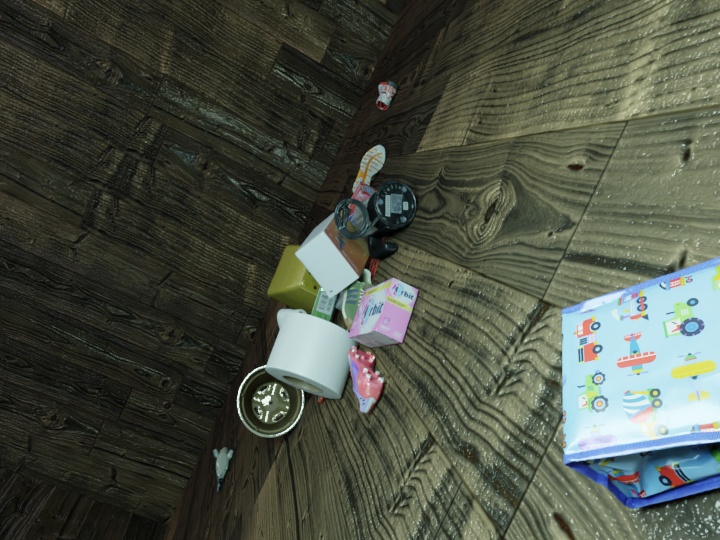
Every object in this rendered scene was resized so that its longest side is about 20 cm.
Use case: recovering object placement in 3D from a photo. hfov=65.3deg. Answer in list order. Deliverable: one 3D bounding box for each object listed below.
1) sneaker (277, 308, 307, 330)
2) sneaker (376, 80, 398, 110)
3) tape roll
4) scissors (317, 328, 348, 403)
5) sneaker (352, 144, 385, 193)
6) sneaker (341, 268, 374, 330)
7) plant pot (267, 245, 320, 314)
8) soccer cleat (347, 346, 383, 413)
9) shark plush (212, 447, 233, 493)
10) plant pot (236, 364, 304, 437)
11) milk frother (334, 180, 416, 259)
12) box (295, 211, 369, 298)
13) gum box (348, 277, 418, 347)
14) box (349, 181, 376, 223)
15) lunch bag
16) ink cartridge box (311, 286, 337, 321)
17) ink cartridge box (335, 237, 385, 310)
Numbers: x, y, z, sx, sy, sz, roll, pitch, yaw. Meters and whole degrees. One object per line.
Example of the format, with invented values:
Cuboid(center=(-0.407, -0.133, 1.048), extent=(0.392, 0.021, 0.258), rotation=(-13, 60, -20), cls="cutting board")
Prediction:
Cuboid(center=(-0.196, 0.222, 1.818), extent=(0.113, 0.205, 0.073), rotation=(-6, 17, 40), cls="sneaker")
Cuboid(center=(0.099, -0.759, 2.455), extent=(0.110, 0.066, 0.201), rotation=(-62, 16, 3), cls="sneaker")
Cuboid(center=(-0.117, 0.210, 1.366), extent=(0.202, 0.199, 0.142), rotation=(-35, 33, 64), cls="tape roll")
Cuboid(center=(-0.075, 0.256, 1.513), extent=(0.073, 0.014, 0.205), rotation=(137, 152, -62), cls="scissors")
Cuboid(center=(0.029, -0.371, 2.058), extent=(0.203, 0.077, 0.078), rotation=(-58, 6, 23), cls="sneaker")
Cuboid(center=(0.002, 0.070, 1.427), extent=(0.090, 0.066, 0.202), rotation=(-49, 24, 23), cls="sneaker")
Cuboid(center=(-0.181, 0.032, 1.958), extent=(0.199, 0.191, 0.200), rotation=(-8, 57, 63), cls="plant pot")
Cuboid(center=(0.002, 0.223, 1.184), extent=(0.200, 0.065, 0.078), rotation=(-131, 62, -72), cls="soccer cleat")
Cuboid(center=(-0.588, 0.858, 2.429), extent=(0.085, 0.088, 0.203), rotation=(103, 158, -46), cls="shark plush")
Cuboid(center=(-0.272, 0.399, 1.712), extent=(0.184, 0.196, 0.205), rotation=(122, 170, -73), cls="plant pot")
Cuboid(center=(0.016, -0.140, 1.459), extent=(0.188, 0.195, 0.185), rotation=(157, 133, -70), cls="milk frother")
Cuboid(center=(-0.067, -0.050, 1.502), extent=(0.105, 0.153, 0.201), rotation=(-34, 13, 22), cls="box")
Cuboid(center=(0.044, 0.098, 1.221), extent=(0.199, 0.065, 0.116), rotation=(-30, 39, 68), cls="gum box")
Cuboid(center=(-0.007, -0.165, 1.798), extent=(0.203, 0.094, 0.100), rotation=(-59, 14, 24), cls="box")
Cuboid(center=(0.260, 0.073, 0.429), extent=(0.199, 0.093, 0.153), rotation=(-38, 27, 44), cls="lunch bag")
Cuboid(center=(-0.100, 0.101, 1.711), extent=(0.200, 0.058, 0.107), rotation=(-45, -28, -85), cls="ink cartridge box")
Cuboid(center=(0.000, 0.000, 1.606), extent=(0.174, 0.043, 0.204), rotation=(-45, 25, 59), cls="ink cartridge box")
